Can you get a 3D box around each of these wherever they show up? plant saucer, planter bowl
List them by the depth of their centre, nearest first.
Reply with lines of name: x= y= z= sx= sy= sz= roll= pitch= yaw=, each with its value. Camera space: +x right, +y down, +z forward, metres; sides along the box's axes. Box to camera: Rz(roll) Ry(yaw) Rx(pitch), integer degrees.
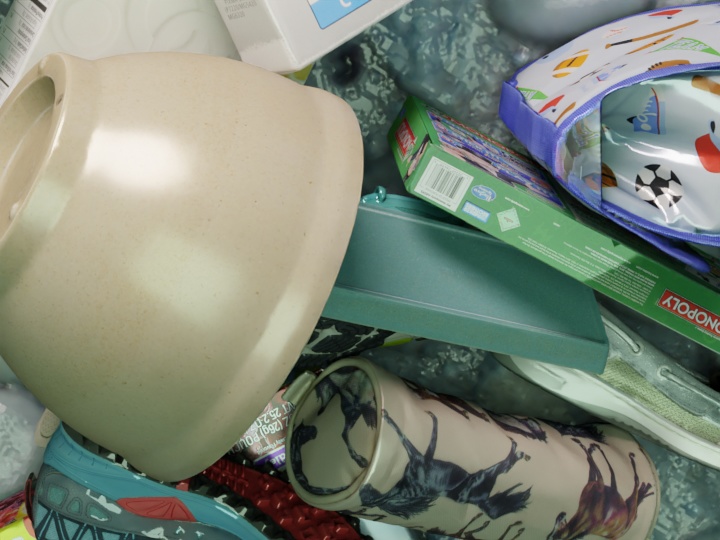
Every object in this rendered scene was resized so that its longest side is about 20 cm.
planter bowl: x=-0.109 y=-0.020 z=1.138 sx=0.135 sy=0.200 sz=0.200 roll=27 pitch=98 yaw=-23
plant saucer: x=0.045 y=0.004 z=1.225 sx=0.200 sy=0.070 sz=0.019 roll=12 pitch=140 yaw=-36

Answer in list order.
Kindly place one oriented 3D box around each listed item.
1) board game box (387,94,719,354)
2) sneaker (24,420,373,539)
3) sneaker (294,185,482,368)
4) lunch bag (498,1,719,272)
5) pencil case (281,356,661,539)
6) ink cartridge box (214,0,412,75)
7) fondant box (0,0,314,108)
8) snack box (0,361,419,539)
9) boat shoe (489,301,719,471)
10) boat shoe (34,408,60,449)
board game box: x=0.111 y=-0.021 z=1.265 sx=0.200 sy=0.135 sz=0.029 roll=27 pitch=100 yaw=-9
sneaker: x=-0.077 y=0.143 z=1.257 sx=0.200 sy=0.079 sz=0.096 roll=30 pitch=115 yaw=-7
sneaker: x=0.000 y=0.000 z=1.254 sx=0.077 sy=0.200 sz=0.080 roll=-31 pitch=76 yaw=40
lunch bag: x=0.178 y=-0.071 z=1.245 sx=0.200 sy=0.170 sz=0.124 roll=-1 pitch=103 yaw=-7
pencil case: x=0.056 y=0.100 z=1.275 sx=0.200 sy=0.089 sz=0.078 roll=16 pitch=107 yaw=-33
ink cartridge box: x=-0.010 y=-0.216 z=1.209 sx=0.200 sy=0.045 sz=0.176 roll=-35 pitch=106 yaw=-32
fondant box: x=-0.102 y=-0.112 z=1.244 sx=0.144 sy=0.058 sz=0.200 roll=22 pitch=101 yaw=-31
snack box: x=-0.073 y=0.160 z=1.321 sx=0.200 sy=0.068 sz=0.169 roll=-26 pitch=102 yaw=2
boat shoe: x=0.170 y=0.061 z=1.321 sx=0.202 sy=0.074 sz=0.065 roll=24 pitch=95 yaw=0
boat shoe: x=-0.081 y=0.041 z=1.290 sx=0.200 sy=0.072 sz=0.068 roll=-38 pitch=112 yaw=-6
